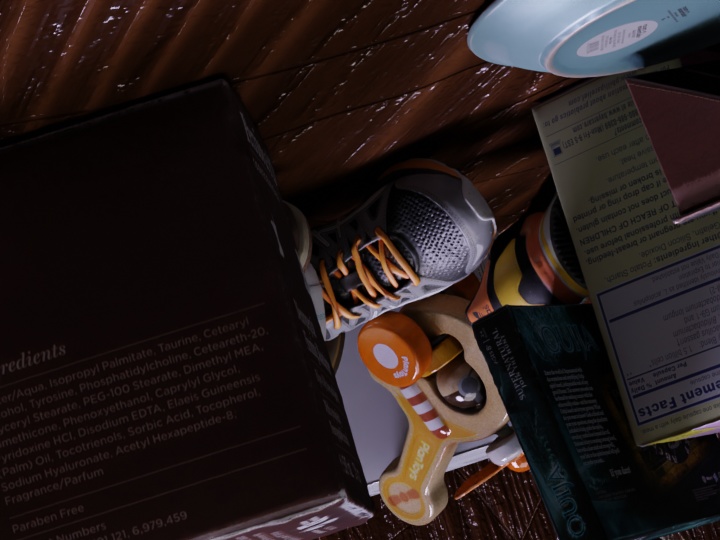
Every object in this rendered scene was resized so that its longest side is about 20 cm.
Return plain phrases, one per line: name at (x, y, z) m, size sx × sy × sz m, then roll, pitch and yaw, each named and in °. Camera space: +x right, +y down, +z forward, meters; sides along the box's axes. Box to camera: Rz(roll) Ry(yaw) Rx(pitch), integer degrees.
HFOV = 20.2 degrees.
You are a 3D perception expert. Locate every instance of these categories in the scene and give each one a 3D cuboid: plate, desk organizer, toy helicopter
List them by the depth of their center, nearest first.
plate at (0.148, -0.128, 0.951) m, size 0.199 × 0.026 × 0.200 m, roll -17°, pitch 170°, yaw -3°
desk organizer at (0.218, -0.085, 1.056) m, size 0.071 × 0.077 × 0.200 m, roll -24°, pitch 176°, yaw 33°
toy helicopter at (0.058, 0.097, 1.267) m, size 0.079 × 0.132 × 0.201 m, roll -45°, pitch 161°, yaw -40°

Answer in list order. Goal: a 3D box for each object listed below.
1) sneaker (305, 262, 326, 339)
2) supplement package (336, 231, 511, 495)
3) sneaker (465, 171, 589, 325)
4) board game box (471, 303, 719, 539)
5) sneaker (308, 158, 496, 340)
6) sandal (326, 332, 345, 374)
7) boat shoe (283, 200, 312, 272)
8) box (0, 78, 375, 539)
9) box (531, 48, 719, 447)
sneaker at (-0.107, 0.018, 1.177) m, size 0.199 × 0.081 × 0.070 m, roll 5°, pitch -171°, yaw 22°
supplement package at (0.013, 0.071, 1.408) m, size 0.199 × 0.157 × 0.111 m, roll -20°, pitch 170°, yaw 18°
sneaker at (0.113, -0.018, 1.215) m, size 0.090 × 0.070 × 0.200 m, roll -34°, pitch -174°, yaw 24°
board game box at (0.142, 0.083, 1.118) m, size 0.028 × 0.136 × 0.200 m, roll -30°, pitch 164°, yaw 28°
sneaker at (0.000, 0.000, 1.178) m, size 0.200 × 0.078 × 0.077 m, roll -27°, pitch -167°, yaw 45°
sandal at (-0.060, 0.067, 1.294) m, size 0.080 × 0.201 × 0.054 m, roll -18°, pitch 130°, yaw 29°
boat shoe at (-0.126, 0.008, 1.107) m, size 0.201 × 0.075 × 0.075 m, roll -21°, pitch 160°, yaw 20°
box at (-0.102, 0.043, 0.964) m, size 0.163 × 0.201 × 0.166 m, roll -17°, pitch 170°, yaw 2°
box at (0.206, -0.014, 1.148) m, size 0.096 × 0.201 × 0.175 m, roll -23°, pitch 167°, yaw 33°
